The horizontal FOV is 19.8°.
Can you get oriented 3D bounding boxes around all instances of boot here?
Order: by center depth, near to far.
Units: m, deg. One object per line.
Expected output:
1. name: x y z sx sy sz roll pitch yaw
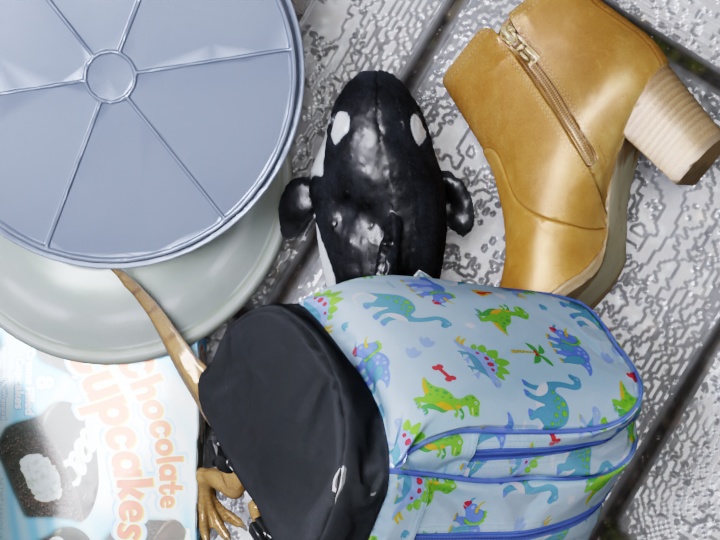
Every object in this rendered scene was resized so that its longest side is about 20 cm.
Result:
1. boot: 0.091 -0.052 1.131 0.144 0.071 0.202 45 103 19

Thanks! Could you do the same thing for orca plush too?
1. orca plush: 0.000 0.000 1.095 0.104 0.071 0.202 17 106 -2

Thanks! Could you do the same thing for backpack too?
1. backpack: 0.044 0.078 1.026 0.199 0.163 0.154 22 110 -33

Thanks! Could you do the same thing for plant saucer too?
1. plant saucer: -0.137 -0.051 1.125 0.198 0.050 0.202 -1 74 2

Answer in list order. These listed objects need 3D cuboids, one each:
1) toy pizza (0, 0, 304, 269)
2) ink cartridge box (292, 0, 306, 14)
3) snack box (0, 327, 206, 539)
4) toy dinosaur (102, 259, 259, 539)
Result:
1. toy pizza: -0.127 -0.101 1.052 0.198 0.032 0.202 -1 104 -6
2. ink cartridge box: -0.128 -0.216 1.136 0.198 0.084 0.147 0 88 5
3. snack box: -0.145 0.103 1.148 0.115 0.037 0.202 0 87 3
4. toy dinosaur: -0.065 0.085 1.095 0.060 0.107 0.200 -29 68 -35
